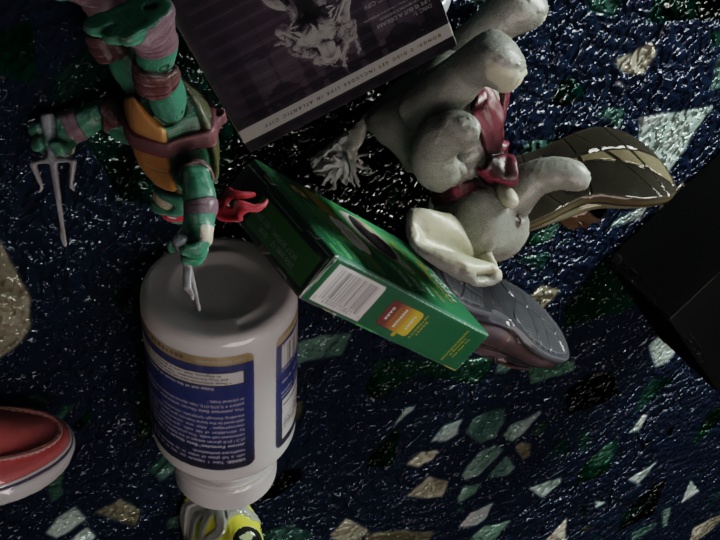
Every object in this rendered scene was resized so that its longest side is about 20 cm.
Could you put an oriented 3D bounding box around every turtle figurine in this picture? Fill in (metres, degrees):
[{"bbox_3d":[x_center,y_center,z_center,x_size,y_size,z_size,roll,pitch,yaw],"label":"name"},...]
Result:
[{"bbox_3d":[-0.130,-0.079,0.759,0.101,0.149,0.201,-45,144,-35],"label":"turtle figurine"}]

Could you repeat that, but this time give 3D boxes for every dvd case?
[{"bbox_3d":[-0.037,-0.170,0.729,0.148,0.016,0.200,-27,138,1],"label":"dvd case"}]

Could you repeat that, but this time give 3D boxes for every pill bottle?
[{"bbox_3d":[-0.103,0.084,0.944,0.111,0.111,0.201,-19,137,-23],"label":"pill bottle"}]

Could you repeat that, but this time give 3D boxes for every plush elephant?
[{"bbox_3d":[0.082,-0.074,0.892,0.200,0.165,0.155,-37,102,21],"label":"plush elephant"}]

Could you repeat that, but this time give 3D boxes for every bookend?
[{"bbox_3d":[0.367,-0.010,1.239,0.200,0.092,0.199,-44,142,4],"label":"bookend"}]

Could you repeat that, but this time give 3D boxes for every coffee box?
[{"bbox_3d":[0.000,0.000,0.937,0.044,0.123,0.200,-50,141,11],"label":"coffee box"}]

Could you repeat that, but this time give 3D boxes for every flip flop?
[{"bbox_3d":[0.170,-0.063,1.053,0.199,0.081,0.058,-17,153,-23],"label":"flip flop"}]

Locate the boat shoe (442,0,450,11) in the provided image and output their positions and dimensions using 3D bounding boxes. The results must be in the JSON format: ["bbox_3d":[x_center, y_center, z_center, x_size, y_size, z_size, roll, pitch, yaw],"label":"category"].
[{"bbox_3d":[-0.021,-0.194,0.773,0.199,0.071,0.091,-9,136,-30],"label":"boat shoe"}]

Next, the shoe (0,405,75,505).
[{"bbox_3d":[-0.284,0.108,0.855,0.199,0.072,0.091,-5,133,-30],"label":"shoe"}]

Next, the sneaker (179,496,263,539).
[{"bbox_3d":[-0.123,0.272,1.134,0.075,0.076,0.201,-22,139,-23],"label":"sneaker"}]

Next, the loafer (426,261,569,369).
[{"bbox_3d":[0.106,0.044,1.117,0.063,0.072,0.200,-35,139,27],"label":"loafer"}]
